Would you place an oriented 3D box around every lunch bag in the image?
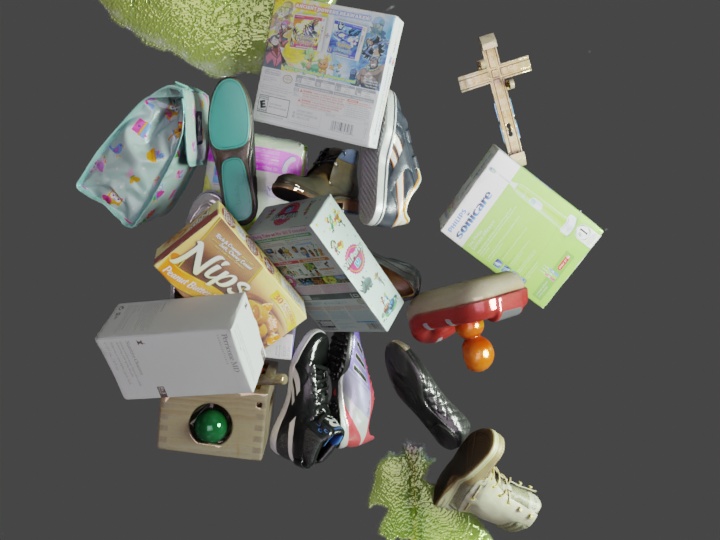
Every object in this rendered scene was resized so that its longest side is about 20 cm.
[{"bbox_3d":[-0.287,-0.176,1.114,0.121,0.171,0.202,36,99,-4],"label":"lunch bag"}]

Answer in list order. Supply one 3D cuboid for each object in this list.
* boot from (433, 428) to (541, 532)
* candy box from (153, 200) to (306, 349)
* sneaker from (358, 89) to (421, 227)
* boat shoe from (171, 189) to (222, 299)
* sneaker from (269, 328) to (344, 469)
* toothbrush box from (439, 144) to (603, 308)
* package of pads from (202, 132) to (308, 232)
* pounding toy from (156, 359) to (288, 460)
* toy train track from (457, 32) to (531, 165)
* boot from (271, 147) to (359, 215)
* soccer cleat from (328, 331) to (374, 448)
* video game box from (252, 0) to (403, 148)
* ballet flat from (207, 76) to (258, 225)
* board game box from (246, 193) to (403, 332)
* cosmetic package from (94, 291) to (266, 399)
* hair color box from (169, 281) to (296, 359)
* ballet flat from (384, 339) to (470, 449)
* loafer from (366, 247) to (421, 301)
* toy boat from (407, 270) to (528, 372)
[{"bbox_3d":[0.216,0.331,1.207,0.152,0.073,0.202,23,133,-5],"label":"boot"},{"bbox_3d":[-0.177,0.019,1.080,0.114,0.056,0.201,-35,115,7],"label":"candy box"},{"bbox_3d":[0.046,-0.165,1.167,0.078,0.078,0.206,7,88,-29],"label":"sneaker"},{"bbox_3d":[-0.236,-0.014,1.124,0.069,0.070,0.205,17,100,2],"label":"boat shoe"},{"bbox_3d":[-0.060,0.201,1.186,0.110,0.072,0.205,18,92,36],"label":"sneaker"},{"bbox_3d":[0.237,-0.068,1.170,0.198,0.086,0.147,35,104,-6],"label":"toothbrush box"},{"bbox_3d":[-0.161,-0.104,1.178,0.150,0.068,0.205,11,99,0],"label":"package of pads"},{"bbox_3d":[-0.195,0.184,1.149,0.179,0.200,0.146,7,100,-2],"label":"pounding toy"},{"bbox_3d":[0.217,-0.256,1.177,0.112,0.033,0.205,-16,99,2],"label":"toy train track"},{"bbox_3d":[-0.061,-0.141,1.124,0.073,0.199,0.100,7,89,28],"label":"boot"},{"bbox_3d":[-0.011,0.176,1.228,0.072,0.068,0.206,0,94,-25],"label":"soccer cleat"},{"bbox_3d":[-0.051,-0.290,1.134,0.196,0.047,0.187,16,100,18],"label":"video game box"},{"bbox_3d":[-0.178,-0.167,1.101,0.066,0.068,0.206,-2,96,2],"label":"ballet flat"},{"bbox_3d":[-0.049,-0.003,1.100,0.201,0.146,0.065,53,54,-28],"label":"board game box"},{"bbox_3d":[-0.237,0.103,1.047,0.195,0.082,0.115,-6,124,16],"label":"cosmetic package"},{"bbox_3d":[-0.196,0.069,1.205,0.194,0.065,0.112,6,97,-3],"label":"hair color box"},{"bbox_3d":[0.103,0.195,1.239,0.066,0.057,0.202,-31,95,40],"label":"ballet flat"},{"bbox_3d":[0.000,0.000,1.191,0.195,0.072,0.075,11,99,-1],"label":"loafer"},{"bbox_3d":[0.159,0.083,1.143,0.128,0.199,0.134,-12,87,-34],"label":"toy boat"}]
